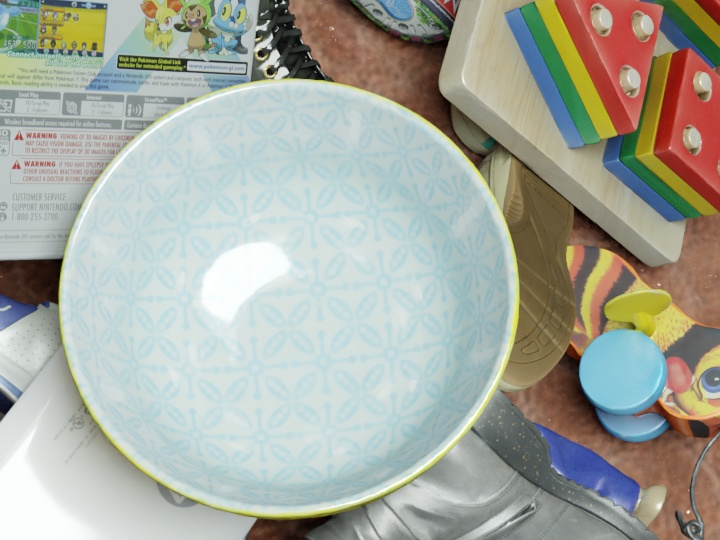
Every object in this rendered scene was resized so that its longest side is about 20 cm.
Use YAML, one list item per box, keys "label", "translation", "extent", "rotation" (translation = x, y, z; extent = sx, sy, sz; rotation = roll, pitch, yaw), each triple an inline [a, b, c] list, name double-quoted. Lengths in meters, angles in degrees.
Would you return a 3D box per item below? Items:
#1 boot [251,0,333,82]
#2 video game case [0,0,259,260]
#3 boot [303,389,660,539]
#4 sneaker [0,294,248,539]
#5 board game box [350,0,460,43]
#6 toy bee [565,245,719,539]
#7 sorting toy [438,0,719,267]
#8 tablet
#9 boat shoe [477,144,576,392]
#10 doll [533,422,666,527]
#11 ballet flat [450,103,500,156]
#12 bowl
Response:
- label: "boot"
  translation: [-0.037, -0.105, 0.757]
  extent: [0.200, 0.139, 0.077]
  rotation: [23, 36, 17]
- label: "video game case"
  translation: [-0.137, -0.095, 0.673]
  extent: [0.200, 0.022, 0.183]
  rotation: [-2, 106, -36]
- label: "boot"
  translation: [0.067, 0.154, 0.734]
  extent: [0.200, 0.070, 0.132]
  rotation: [42, 74, -14]
- label: "sneaker"
  translation: [-0.122, 0.048, 0.777]
  extent: [0.199, 0.081, 0.115]
  rotation: [34, 65, -11]
- label: "board game box"
  translation: [-0.012, -0.227, 0.860]
  extent: [0.200, 0.062, 0.200]
  rotation: [40, 59, -31]
- label: "toy bee"
  translation: [0.177, 0.055, 0.826]
  extent: [0.109, 0.131, 0.200]
  rotation: [-35, 82, 1]
- label: "sorting toy"
  translation: [0.155, -0.139, 0.852]
  extent: [0.199, 0.069, 0.200]
  rotation: [35, 59, -33]
- label: "tablet"
  translation: [-0.104, 0.089, 0.724]
  extent: [0.130, 0.014, 0.200]
  rotation: [40, 66, -11]
- label: "boat shoe"
  translation: [0.072, 0.002, 0.804]
  extent: [0.071, 0.064, 0.200]
  rotation: [47, 32, -18]
- label: "doll"
  translation: [0.068, 0.108, 0.819]
  extent: [0.200, 0.048, 0.137]
  rotation: [28, 50, -4]
- label: "ballet flat"
  translation: [0.106, -0.163, 0.902]
  extent: [0.069, 0.069, 0.201]
  rotation: [17, 71, -11]
- label: "bowl"
  translation: [-0.030, 0.024, 0.692]
  extent: [0.199, 0.108, 0.201]
  rotation: [0, 72, 1]
